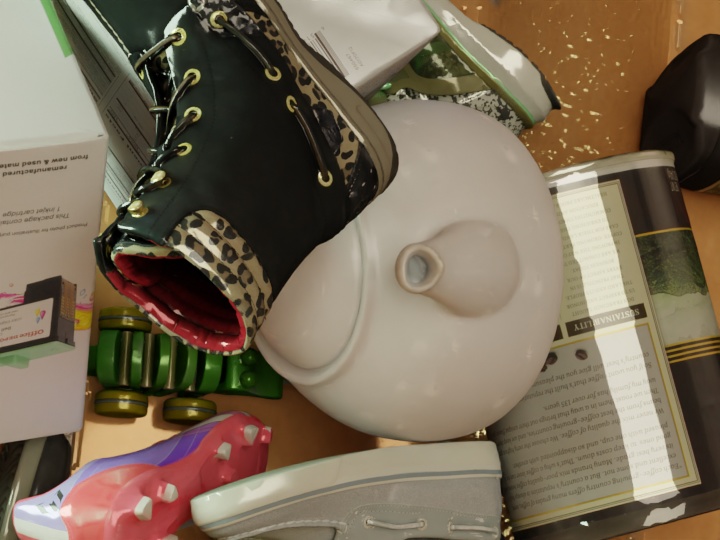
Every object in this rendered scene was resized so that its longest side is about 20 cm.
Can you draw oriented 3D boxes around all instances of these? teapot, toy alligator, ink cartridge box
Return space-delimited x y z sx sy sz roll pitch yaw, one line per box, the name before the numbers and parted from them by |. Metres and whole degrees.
teapot | 0.000 0.000 1.400 0.145 0.200 0.198 -1 45 -34
toy alligator | -0.083 0.055 1.471 0.199 0.054 0.060 6 79 -14
ink cartridge box | -0.192 -0.029 1.358 0.084 0.201 0.145 -7 42 -20

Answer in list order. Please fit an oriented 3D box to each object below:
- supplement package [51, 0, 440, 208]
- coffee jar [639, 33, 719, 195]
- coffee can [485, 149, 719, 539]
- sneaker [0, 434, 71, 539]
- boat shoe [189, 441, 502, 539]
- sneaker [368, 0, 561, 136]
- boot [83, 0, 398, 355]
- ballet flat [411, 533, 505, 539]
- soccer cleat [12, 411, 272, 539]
supplement package | -0.080 -0.127 1.426 0.151 0.200 0.151 -34 90 -18
coffee jar | 0.271 -0.080 1.568 0.199 0.104 0.086 11 75 -14
coffee can | 0.132 0.048 1.484 0.146 0.146 0.201 -13 84 -17
sneaker | -0.157 0.183 1.425 0.106 0.075 0.201 9 87 -19
boat shoe | 0.001 0.133 1.394 0.200 0.070 0.072 -4 80 -40
sneaker | 0.017 -0.124 1.526 0.200 0.077 0.089 35 83 -5
boot | -0.088 -0.070 1.244 0.203 0.073 0.154 43 47 -9
ballet flat | -0.008 0.160 1.475 0.199 0.074 0.075 8 78 -17
soccer cleat | -0.109 0.114 1.407 0.076 0.200 0.067 9 104 20
